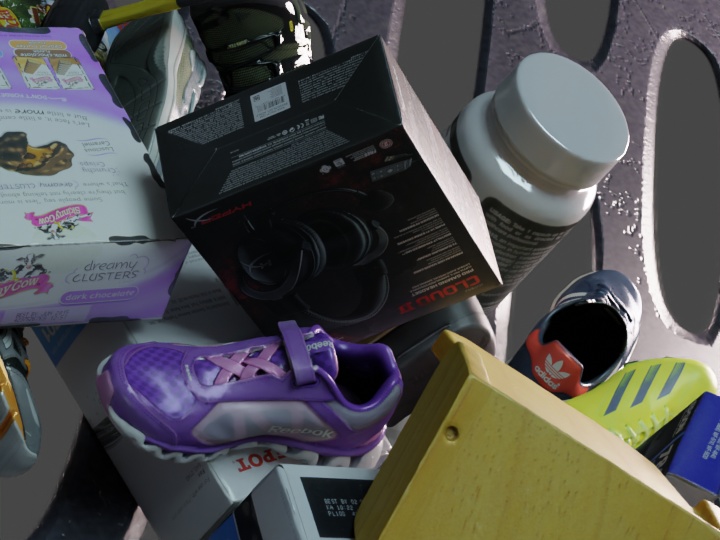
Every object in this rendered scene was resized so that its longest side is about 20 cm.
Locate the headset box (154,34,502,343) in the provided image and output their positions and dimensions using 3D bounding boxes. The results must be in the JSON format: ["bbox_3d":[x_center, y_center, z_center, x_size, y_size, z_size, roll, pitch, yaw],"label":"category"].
[{"bbox_3d":[-0.013,-0.032,1.536,0.200,0.148,0.077,56,17,-50],"label":"headset box"}]

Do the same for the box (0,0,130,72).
[{"bbox_3d":[-0.193,-0.096,1.716,0.136,0.038,0.201,6,51,-37],"label":"box"}]

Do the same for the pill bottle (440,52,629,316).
[{"bbox_3d":[0.094,-0.054,1.792,0.114,0.200,0.114,23,42,-23],"label":"pill bottle"}]

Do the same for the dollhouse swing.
[{"bbox_3d":[0.095,0.152,1.524,0.200,0.176,0.182,32,81,-14],"label":"dollhouse swing"}]

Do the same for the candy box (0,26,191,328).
[{"bbox_3d":[-0.217,-0.058,1.527,0.167,0.072,0.200,-2,45,-32],"label":"candy box"}]

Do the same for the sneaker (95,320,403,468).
[{"bbox_3d":[-0.058,0.066,1.508,0.199,0.089,0.081,9,51,-30],"label":"sneaker"}]

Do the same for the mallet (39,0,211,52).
[{"bbox_3d":[-0.128,-0.171,1.673,0.041,0.199,0.066,62,35,-30],"label":"mallet"}]

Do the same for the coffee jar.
[{"bbox_3d":[0.000,0.000,1.673,0.104,0.085,0.200,-32,69,-6],"label":"coffee jar"}]

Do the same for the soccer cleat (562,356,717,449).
[{"bbox_3d":[0.166,0.113,1.754,0.199,0.065,0.084,-14,25,-20],"label":"soccer cleat"}]

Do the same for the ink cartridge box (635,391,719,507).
[{"bbox_3d":[0.192,0.147,1.689,0.039,0.200,0.100,42,37,-6],"label":"ink cartridge box"}]

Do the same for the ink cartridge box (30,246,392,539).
[{"bbox_3d":[-0.097,0.069,1.607,0.146,0.086,0.200,-14,65,-46],"label":"ink cartridge box"}]

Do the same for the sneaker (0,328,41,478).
[{"bbox_3d":[-0.233,0.034,1.534,0.077,0.078,0.200,-1,54,-47],"label":"sneaker"}]

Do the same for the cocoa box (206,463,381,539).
[{"bbox_3d":[0.014,0.207,1.535,0.199,0.131,0.134,6,51,-37],"label":"cocoa box"}]

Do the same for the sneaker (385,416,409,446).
[{"bbox_3d":[0.013,0.036,1.732,0.075,0.087,0.201,9,51,-38],"label":"sneaker"}]

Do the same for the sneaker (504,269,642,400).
[{"bbox_3d":[0.172,0.044,1.861,0.075,0.085,0.200,42,38,0],"label":"sneaker"}]

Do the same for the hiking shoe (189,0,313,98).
[{"bbox_3d":[-0.061,-0.126,1.766,0.200,0.075,0.101,57,22,-51],"label":"hiking shoe"}]

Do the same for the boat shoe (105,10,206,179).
[{"bbox_3d":[-0.137,-0.099,1.681,0.065,0.074,0.202,50,24,-29],"label":"boat shoe"}]
